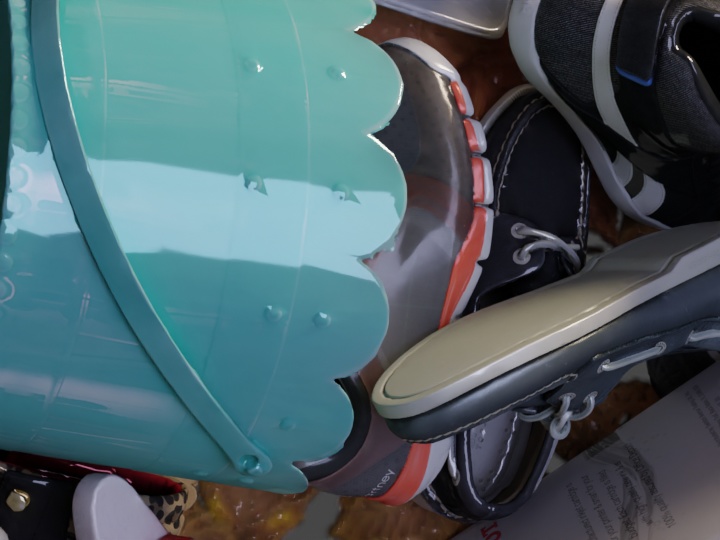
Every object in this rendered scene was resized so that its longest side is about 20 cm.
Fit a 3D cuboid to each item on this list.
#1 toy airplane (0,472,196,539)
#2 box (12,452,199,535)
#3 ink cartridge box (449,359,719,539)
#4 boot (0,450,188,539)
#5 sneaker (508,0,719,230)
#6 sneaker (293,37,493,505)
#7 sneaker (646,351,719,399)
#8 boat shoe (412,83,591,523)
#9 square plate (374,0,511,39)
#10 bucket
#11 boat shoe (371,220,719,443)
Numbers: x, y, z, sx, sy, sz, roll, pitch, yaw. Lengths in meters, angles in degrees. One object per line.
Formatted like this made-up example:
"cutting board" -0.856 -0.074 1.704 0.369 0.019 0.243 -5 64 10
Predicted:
"toy airplane" -0.102 0.170 0.725 0.200 0.141 0.199 3 103 -31
"box" -0.141 0.017 0.853 0.200 0.021 0.164 23 81 -23
"ink cartridge box" 0.145 0.118 0.884 0.200 0.145 0.084 -34 107 6
"boot" -0.163 0.137 0.802 0.200 0.073 0.151 14 97 -28
"sneaker" 0.154 -0.059 0.908 0.200 0.112 0.073 35 79 -46
"sneaker" 0.000 0.000 0.882 0.082 0.077 0.200 3 89 -36
"sneaker" 0.225 0.009 0.994 0.200 0.074 0.081 -33 144 -5
"boat shoe" 0.068 0.013 0.929 0.074 0.060 0.200 21 82 -22
"square plate" -0.010 -0.218 0.908 0.198 0.028 0.200 12 85 -24
"bucket" -0.083 -0.023 0.760 0.135 0.207 0.207 5 88 -23
"boat shoe" 0.092 0.037 0.868 0.200 0.073 0.062 -24 105 -35
